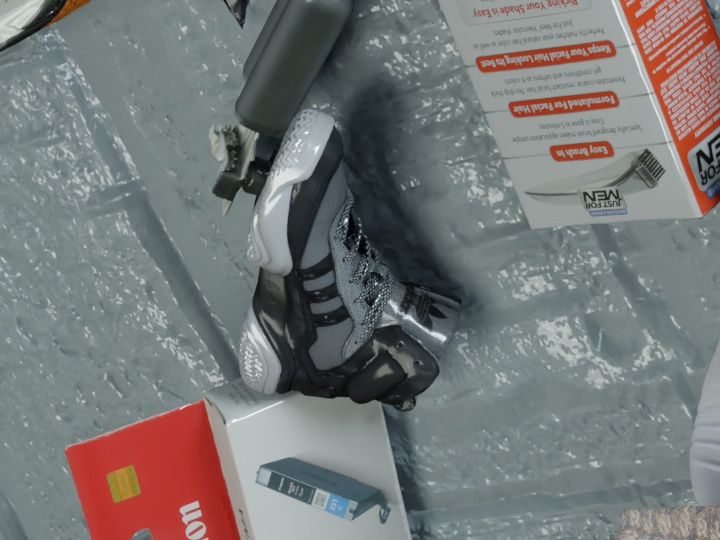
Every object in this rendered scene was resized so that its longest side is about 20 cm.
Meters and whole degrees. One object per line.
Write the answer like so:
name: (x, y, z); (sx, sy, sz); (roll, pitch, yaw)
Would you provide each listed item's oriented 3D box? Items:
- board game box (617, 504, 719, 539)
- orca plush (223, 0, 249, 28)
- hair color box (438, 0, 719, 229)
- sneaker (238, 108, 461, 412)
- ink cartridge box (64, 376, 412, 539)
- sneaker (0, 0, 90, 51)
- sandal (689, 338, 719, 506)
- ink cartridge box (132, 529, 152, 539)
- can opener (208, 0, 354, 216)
board game box: (0.210, 0.215, 1.316); (0.200, 0.160, 0.097); (26, 158, -37)
orca plush: (-0.049, -0.194, 1.361); (0.200, 0.071, 0.106); (-24, 69, 55)
hair color box: (0.100, -0.122, 1.306); (0.111, 0.064, 0.201); (-3, 116, 46)
sneaker: (0.000, 0.000, 1.478); (0.113, 0.076, 0.201); (16, 138, 6)
ink cartridge box: (-0.060, 0.159, 1.603); (0.045, 0.176, 0.201); (45, 152, 57)
sneaker: (-0.228, -0.166, 1.595); (0.200, 0.076, 0.092); (-16, 103, 49)
sandal: (0.214, 0.034, 1.325); (0.079, 0.059, 0.208); (26, 115, 41)
ink cartridge box: (-0.079, 0.251, 1.705); (0.201, 0.144, 0.085); (63, 166, -14)
can opener: (-0.036, -0.097, 1.484); (0.066, 0.053, 0.200); (14, 141, -9)
